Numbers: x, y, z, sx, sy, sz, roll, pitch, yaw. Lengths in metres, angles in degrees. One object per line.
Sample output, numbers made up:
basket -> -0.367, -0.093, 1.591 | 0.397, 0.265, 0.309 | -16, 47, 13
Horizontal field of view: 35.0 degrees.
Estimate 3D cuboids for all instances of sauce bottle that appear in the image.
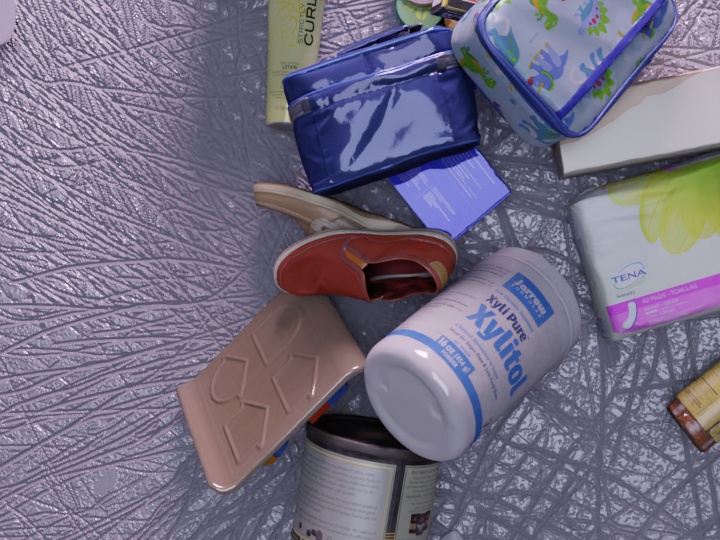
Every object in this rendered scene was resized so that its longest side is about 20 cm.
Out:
sauce bottle -> 0.407, 0.101, 1.165 | 0.199, 0.066, 0.066 | -38, 88, 5

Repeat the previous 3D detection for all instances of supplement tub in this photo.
supplement tub -> 0.110, 0.079, 1.120 | 0.199, 0.132, 0.133 | -37, 87, -33

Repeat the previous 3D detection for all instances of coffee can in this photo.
coffee can -> 0.000, 0.264, 1.178 | 0.144, 0.146, 0.203 | 10, 93, 6

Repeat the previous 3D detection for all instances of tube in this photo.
tube -> -0.072, -0.252, 1.219 | 0.057, 0.052, 0.204 | 7, 86, -38

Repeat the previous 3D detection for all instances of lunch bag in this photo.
lunch bag -> 0.196, -0.226, 1.072 | 0.200, 0.082, 0.161 | -46, 103, -19
lunch bag -> 0.027, -0.164, 1.120 | 0.197, 0.136, 0.134 | -18, 91, 4

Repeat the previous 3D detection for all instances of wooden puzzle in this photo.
wooden puzzle -> -0.090, 0.118, 1.189 | 0.199, 0.186, 0.046 | -41, 126, 5

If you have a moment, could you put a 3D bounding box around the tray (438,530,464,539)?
tray -> 0.120, 0.392, 1.231 | 0.107, 0.022, 0.201 | -37, 88, 6

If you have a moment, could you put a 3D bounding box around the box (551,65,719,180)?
box -> 0.293, -0.149, 1.155 | 0.197, 0.095, 0.079 | -11, 90, 6

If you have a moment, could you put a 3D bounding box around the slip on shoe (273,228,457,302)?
slip on shoe -> 0.000, 0.000, 1.159 | 0.197, 0.062, 0.075 | -4, 130, 19

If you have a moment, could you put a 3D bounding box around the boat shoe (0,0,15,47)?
boat shoe -> -0.444, -0.332, 1.256 | 0.069, 0.071, 0.203 | -19, 94, 34

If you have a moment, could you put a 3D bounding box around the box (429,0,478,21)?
box -> 0.178, -0.316, 1.140 | 0.197, 0.049, 0.162 | 11, 89, -16

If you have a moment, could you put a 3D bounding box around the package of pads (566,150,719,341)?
package of pads -> 0.322, -0.030, 1.168 | 0.197, 0.068, 0.157 | -17, 90, 7

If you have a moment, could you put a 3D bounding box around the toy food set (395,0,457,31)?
toy food set -> 0.115, -0.333, 1.191 | 0.196, 0.049, 0.202 | 27, 95, 5

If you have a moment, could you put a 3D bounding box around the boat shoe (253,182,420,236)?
boat shoe -> -0.026, -0.041, 1.207 | 0.197, 0.071, 0.065 | 19, 93, 4

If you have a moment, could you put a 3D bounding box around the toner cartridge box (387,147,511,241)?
toner cartridge box -> 0.063, -0.130, 1.208 | 0.095, 0.043, 0.201 | -38, 88, 5
